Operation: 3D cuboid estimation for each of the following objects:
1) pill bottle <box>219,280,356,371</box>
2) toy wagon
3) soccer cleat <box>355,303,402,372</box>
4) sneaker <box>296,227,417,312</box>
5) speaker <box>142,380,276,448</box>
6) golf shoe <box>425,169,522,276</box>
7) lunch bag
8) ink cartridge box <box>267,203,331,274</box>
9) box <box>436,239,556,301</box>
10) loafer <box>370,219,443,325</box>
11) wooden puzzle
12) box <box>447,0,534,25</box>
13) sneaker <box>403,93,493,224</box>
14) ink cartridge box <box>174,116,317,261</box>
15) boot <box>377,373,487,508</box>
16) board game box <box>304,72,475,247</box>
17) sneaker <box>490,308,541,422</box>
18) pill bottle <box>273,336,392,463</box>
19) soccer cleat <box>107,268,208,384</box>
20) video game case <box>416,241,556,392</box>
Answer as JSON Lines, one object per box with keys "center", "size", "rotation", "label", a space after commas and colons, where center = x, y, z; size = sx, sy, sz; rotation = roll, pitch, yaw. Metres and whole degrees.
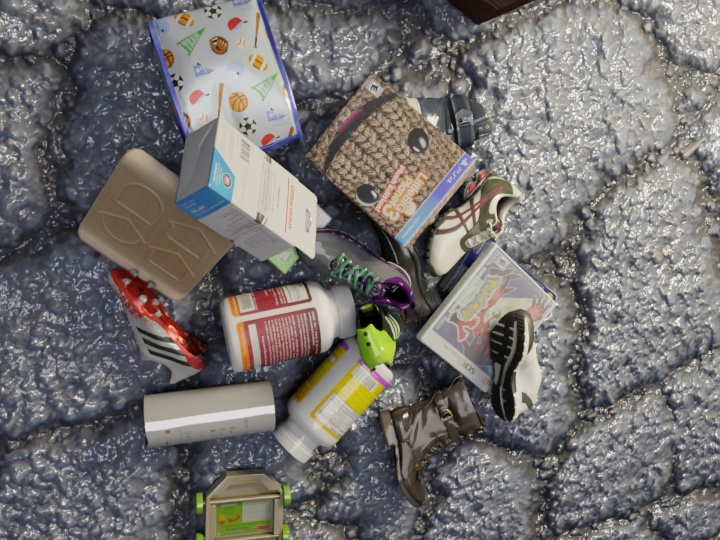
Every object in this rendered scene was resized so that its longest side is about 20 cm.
{"center": [-0.110, 0.080, 1.048], "size": [0.197, 0.113, 0.115], "rotation": [-11, 102, -14], "label": "pill bottle"}
{"center": [-0.194, 0.429, 1.118], "size": [0.153, 0.040, 0.203], "rotation": [0, 99, -16], "label": "toy wagon"}
{"center": [0.025, 0.082, 1.045], "size": [0.067, 0.200, 0.082], "rotation": [-18, 104, 8], "label": "soccer cleat"}
{"center": [0.000, 0.000, 1.016], "size": [0.198, 0.088, 0.075], "rotation": [22, 105, -20], "label": "sneaker"}
{"center": [-0.231, 0.221, 1.052], "size": [0.197, 0.081, 0.083], "rotation": [-5, 100, -15], "label": "speaker"}
{"center": [0.180, -0.071, 1.106], "size": [0.201, 0.088, 0.077], "rotation": [-56, 142, -6], "label": "golf shoe"}
{"center": [-0.189, -0.255, 0.961], "size": [0.168, 0.124, 0.203], "rotation": [-20, 89, -11], "label": "lunch bag"}
{"center": [-0.156, -0.105, 1.028], "size": [0.200, 0.067, 0.117], "rotation": [42, 86, -18], "label": "ink cartridge box"}
{"center": [0.241, 0.038, 1.187], "size": [0.199, 0.032, 0.122], "rotation": [36, 88, -19], "label": "box"}
{"center": [0.063, 0.001, 1.110], "size": [0.072, 0.073, 0.202], "rotation": [-32, 105, -6], "label": "loafer"}
{"center": [-0.285, -0.064, 0.971], "size": [0.184, 0.047, 0.200], "rotation": [36, 130, -18], "label": "wooden puzzle"}
{"center": [0.195, -0.495, 1.001], "size": [0.163, 0.200, 0.167], "rotation": [30, 90, -18], "label": "box"}
{"center": [0.148, -0.182, 1.101], "size": [0.144, 0.077, 0.206], "rotation": [-9, 100, -12], "label": "sneaker"}
{"center": [-0.146, -0.095, 0.913], "size": [0.199, 0.067, 0.118], "rotation": [36, 43, -43], "label": "ink cartridge box"}
{"center": [0.134, 0.293, 1.159], "size": [0.172, 0.069, 0.203], "rotation": [-18, 102, 1], "label": "boot"}
{"center": [0.046, -0.159, 1.013], "size": [0.199, 0.097, 0.160], "rotation": [41, 98, 6], "label": "board game box"}
{"center": [0.268, 0.154, 1.151], "size": [0.079, 0.073, 0.203], "rotation": [-15, 118, -31], "label": "sneaker"}
{"center": [-0.047, 0.208, 1.092], "size": [0.200, 0.104, 0.104], "rotation": [-47, 108, -4], "label": "pill bottle"}
{"center": [-0.314, 0.085, 1.012], "size": [0.085, 0.069, 0.201], "rotation": [-36, 109, 12], "label": "soccer cleat"}
{"center": [0.216, 0.083, 1.147], "size": [0.182, 0.023, 0.201], "rotation": [38, 91, -28], "label": "video game case"}
